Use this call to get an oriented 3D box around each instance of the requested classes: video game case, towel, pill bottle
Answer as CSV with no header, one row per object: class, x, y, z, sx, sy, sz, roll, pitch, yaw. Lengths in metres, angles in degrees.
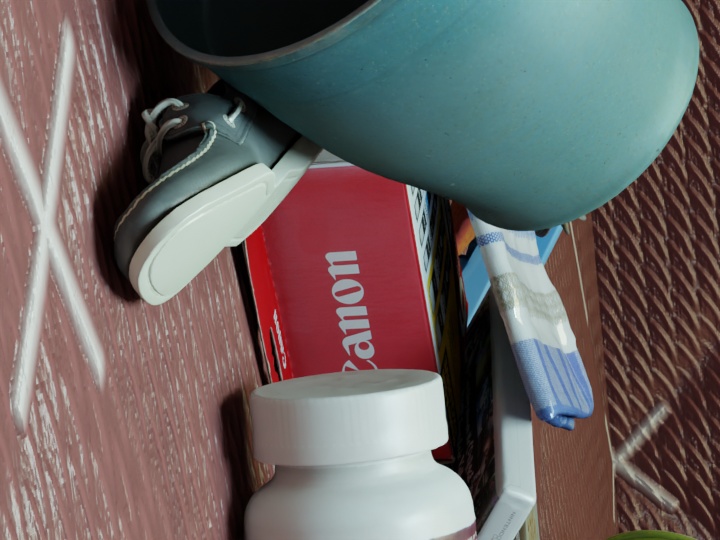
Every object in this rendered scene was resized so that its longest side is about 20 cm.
video game case,0.043,0.129,1.521,0.200,0.023,0.182,-87,-158,-59
towel,0.078,-0.016,1.477,0.147,0.024,0.201,26,46,-78
pill bottle,0.002,0.151,1.326,0.110,0.109,0.201,-33,118,-79

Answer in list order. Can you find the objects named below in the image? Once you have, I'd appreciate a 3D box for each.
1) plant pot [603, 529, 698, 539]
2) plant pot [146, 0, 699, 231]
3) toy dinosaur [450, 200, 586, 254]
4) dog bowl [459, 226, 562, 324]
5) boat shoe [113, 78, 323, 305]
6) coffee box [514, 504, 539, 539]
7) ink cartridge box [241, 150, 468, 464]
plant pot,0.263,0.379,2.649,0.193,0.199,0.201,-59,145,-53
plant pot,0.043,-0.121,1.223,0.188,0.200,0.201,39,39,-38
toy dinosaur,0.069,-0.069,1.605,0.105,0.182,0.200,42,10,14
dog bowl,0.078,-0.011,1.746,0.201,0.049,0.111,-64,161,7
boat shoe,-0.071,-0.039,1.189,0.062,0.073,0.200,42,19,3
coffee box,0.065,0.182,1.786,0.200,0.079,0.115,-52,137,-77
ink cartridge box,0.000,0.000,1.465,0.176,0.083,0.201,-83,166,-50
